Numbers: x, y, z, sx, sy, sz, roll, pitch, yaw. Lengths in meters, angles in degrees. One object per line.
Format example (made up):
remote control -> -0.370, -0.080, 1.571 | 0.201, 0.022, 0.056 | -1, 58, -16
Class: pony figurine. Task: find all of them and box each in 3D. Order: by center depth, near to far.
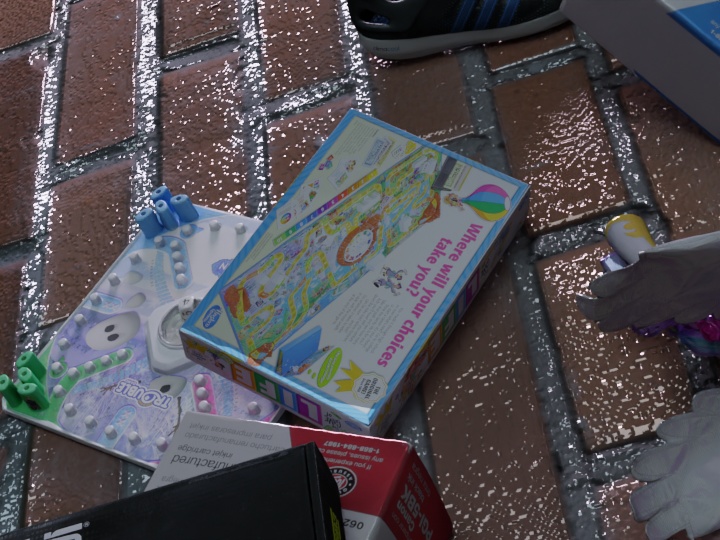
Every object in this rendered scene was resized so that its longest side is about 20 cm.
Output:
pony figurine -> 0.201, 0.024, 0.756 | 0.193, 0.167, 0.200 | -19, 27, -4

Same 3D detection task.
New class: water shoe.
water shoe -> 0.087, -0.212, 1.070 | 0.200, 0.079, 0.072 | -16, 44, 9

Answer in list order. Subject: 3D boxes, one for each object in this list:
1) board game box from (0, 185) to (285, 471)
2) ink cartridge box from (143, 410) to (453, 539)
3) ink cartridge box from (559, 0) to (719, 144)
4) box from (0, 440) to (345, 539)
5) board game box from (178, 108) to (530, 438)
board game box -> -0.114, 0.034, 0.959 | 0.200, 0.026, 0.200 | 15, 55, 34
ink cartridge box -> -0.059, 0.181, 0.748 | 0.147, 0.083, 0.200 | 4, 50, 28
ink cartridge box -> 0.251, -0.203, 0.943 | 0.145, 0.084, 0.200 | 42, 70, 11
box -> -0.098, 0.189, 0.664 | 0.200, 0.048, 0.193 | -17, 47, 9
board game box -> 0.000, 0.000, 0.906 | 0.134, 0.034, 0.200 | 26, 60, 19
